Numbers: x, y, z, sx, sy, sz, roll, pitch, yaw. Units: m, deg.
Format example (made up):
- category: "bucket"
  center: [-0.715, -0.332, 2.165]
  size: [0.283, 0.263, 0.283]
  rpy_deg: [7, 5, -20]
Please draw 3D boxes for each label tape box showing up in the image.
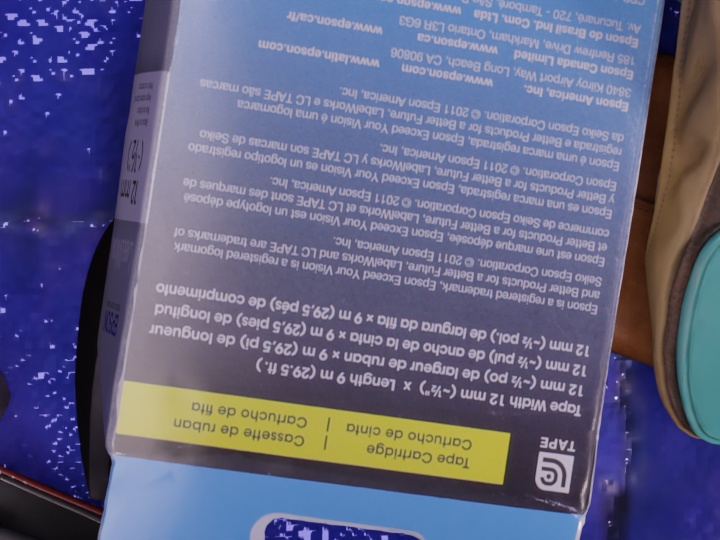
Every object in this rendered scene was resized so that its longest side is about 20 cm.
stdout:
- category: "label tape box"
  center: [0.000, 0.000, 0.800]
  size: [0.143, 0.066, 0.200]
  rpy_deg: [8, 93, -14]

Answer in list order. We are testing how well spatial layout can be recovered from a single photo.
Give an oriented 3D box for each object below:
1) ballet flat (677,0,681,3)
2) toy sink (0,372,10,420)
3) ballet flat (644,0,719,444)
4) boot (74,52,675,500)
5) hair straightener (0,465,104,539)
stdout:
- category: "ballet flat"
  center: [0.071, -0.170, 0.818]
  size: [0.067, 0.062, 0.200]
  rpy_deg: [-27, 81, -30]
- category: "toy sink"
  center: [-0.207, -0.008, 0.812]
  size: [0.112, 0.130, 0.200]
  rpy_deg: [-33, 97, 1]
- category: "ballet flat"
  center: [0.118, -0.037, 0.816]
  size: [0.068, 0.063, 0.200]
  rpy_deg: [-9, 133, -16]
- category: "boot"
  center: [0.018, 0.002, 0.871]
  size: [0.200, 0.068, 0.189]
  rpy_deg: [16, 88, -12]
- category: "hair straightener"
  center: [-0.041, 0.129, 0.852]
  size: [0.200, 0.077, 0.041]
  rpy_deg: [29, 112, -17]
